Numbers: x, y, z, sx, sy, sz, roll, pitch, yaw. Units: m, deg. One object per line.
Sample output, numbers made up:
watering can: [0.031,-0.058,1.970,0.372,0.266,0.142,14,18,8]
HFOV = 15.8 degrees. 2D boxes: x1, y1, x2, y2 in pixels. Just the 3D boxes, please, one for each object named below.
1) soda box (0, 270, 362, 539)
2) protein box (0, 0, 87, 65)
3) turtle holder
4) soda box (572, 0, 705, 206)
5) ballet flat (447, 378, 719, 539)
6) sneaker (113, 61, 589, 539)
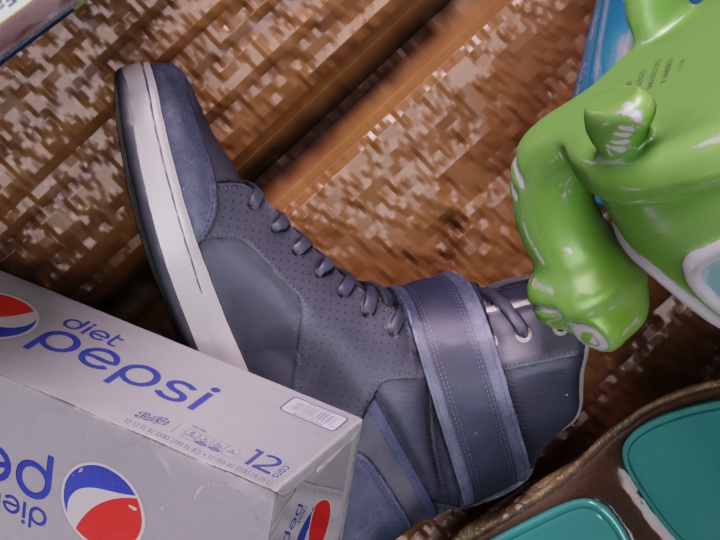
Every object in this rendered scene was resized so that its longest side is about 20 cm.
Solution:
soda box: [-0.103,0.056,0.902,0.200,0.063,0.068,21,119,21]
protein box: [-0.164,-0.166,0.807,0.135,0.199,0.200,-34,107,6]
turtle holder: [0.136,-0.031,0.842,0.185,0.141,0.132,-33,109,4]
soda box: [0.129,-0.119,0.920,0.068,0.064,0.200,10,106,-8]
ballet flat: [0.111,0.079,0.953,0.200,0.065,0.071,-26,97,32]
sneaker: [0.000,0.000,0.942,0.146,0.077,0.203,-21,103,-4]
